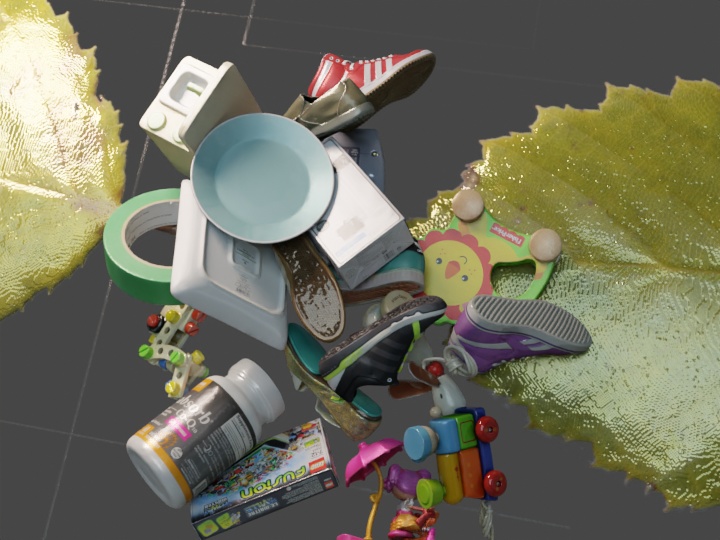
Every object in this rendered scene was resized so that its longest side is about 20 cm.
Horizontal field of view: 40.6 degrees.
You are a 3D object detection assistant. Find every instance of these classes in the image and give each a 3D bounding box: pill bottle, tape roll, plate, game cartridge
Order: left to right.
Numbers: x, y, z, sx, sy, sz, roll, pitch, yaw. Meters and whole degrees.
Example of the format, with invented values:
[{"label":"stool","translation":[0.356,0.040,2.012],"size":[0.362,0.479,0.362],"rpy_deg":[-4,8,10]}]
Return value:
[{"label":"tape roll","translation":[-0.268,-0.037,1.405],"size":[0.198,0.048,0.202],"rpy_deg":[3,43,-3]},{"label":"pill bottle","translation":[-0.205,0.215,1.314],"size":[0.116,0.117,0.200],"rpy_deg":[43,62,16]},{"label":"plate","translation":[-0.166,-0.013,1.341],"size":[0.032,0.199,0.202],"rpy_deg":[-30,45,33]},{"label":"plate","translation":[-0.135,-0.125,1.346],"size":[0.198,0.026,0.202],"rpy_deg":[3,67,-7]},{"label":"game cartridge","translation":[-0.029,-0.116,1.458],"size":[0.132,0.041,0.202],"rpy_deg":[3,74,11]}]

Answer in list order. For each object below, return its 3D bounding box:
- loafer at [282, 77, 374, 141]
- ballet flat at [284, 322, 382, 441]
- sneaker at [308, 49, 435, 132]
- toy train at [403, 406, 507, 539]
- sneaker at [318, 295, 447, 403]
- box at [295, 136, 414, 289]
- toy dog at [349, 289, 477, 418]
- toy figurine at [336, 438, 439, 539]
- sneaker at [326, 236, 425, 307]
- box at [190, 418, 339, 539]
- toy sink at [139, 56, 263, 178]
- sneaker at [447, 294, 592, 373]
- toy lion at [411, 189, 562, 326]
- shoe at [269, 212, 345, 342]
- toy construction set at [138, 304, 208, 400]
[{"label":"loafer","translation":[-0.074,-0.220,1.414],"size":[0.198,0.075,0.070],"rpy_deg":[-21,92,24]},{"label":"ballet flat","translation":[-0.054,0.161,1.367],"size":[0.071,0.071,0.200],"rpy_deg":[-44,72,-8]},{"label":"sneaker","translation":[0.013,-0.300,1.491],"size":[0.199,0.072,0.113],"rpy_deg":[-34,59,-18]},{"label":"toy train","translation":[0.124,0.287,1.268],"size":[0.115,0.084,0.202],"rpy_deg":[-7,88,-31]},{"label":"sneaker","translation":[0.038,0.107,1.278],"size":[0.199,0.072,0.083],"rpy_deg":[-32,95,15]},{"label":"box","translation":[-0.028,-0.084,1.368],"size":[0.116,0.060,0.200],"rpy_deg":[-36,54,-3]},{"label":"toy dog","translation":[0.058,0.123,1.339],"size":[0.096,0.133,0.200],"rpy_deg":[-31,61,-27]},{"label":"toy figurine","translation":[0.044,0.317,1.282],"size":[0.198,0.150,0.186],"rpy_deg":[13,64,-12]},{"label":"sneaker","translation":[0.000,0.000,1.393],"size":[0.198,0.071,0.081],"rpy_deg":[-7,63,21]},{"label":"box","translation":[-0.133,0.280,1.317],"size":[0.198,0.035,0.110],"rpy_deg":[-22,31,-1]},{"label":"toy sink","translation":[-0.232,-0.221,1.423],"size":[0.111,0.200,0.131],"rpy_deg":[27,78,19]},{"label":"sneaker","translation":[0.216,0.099,1.353],"size":[0.198,0.115,0.073],"rpy_deg":[13,40,-17]},{"label":"toy lion","translation":[0.164,-0.001,1.392],"size":[0.199,0.069,0.193],"rpy_deg":[28,85,13]},{"label":"shoe","translation":[-0.072,0.009,1.352],"size":[0.069,0.053,0.201],"rpy_deg":[-26,74,3]},{"label":"toy construction set","translation":[-0.235,0.082,1.391],"size":[0.131,0.092,0.200],"rpy_deg":[27,69,38]}]
